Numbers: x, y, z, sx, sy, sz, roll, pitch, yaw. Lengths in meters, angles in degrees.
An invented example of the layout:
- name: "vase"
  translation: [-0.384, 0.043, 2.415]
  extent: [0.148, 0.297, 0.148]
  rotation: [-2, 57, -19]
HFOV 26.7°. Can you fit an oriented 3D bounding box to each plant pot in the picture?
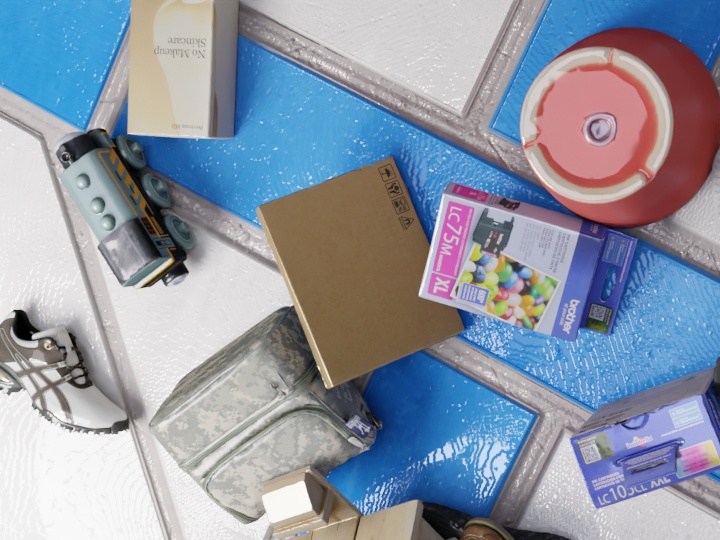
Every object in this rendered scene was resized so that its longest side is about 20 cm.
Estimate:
- name: "plant pot"
  translation: [0.239, -0.136, 1.443]
  extent: [0.199, 0.177, 0.202]
  rotation: [2, 95, 18]

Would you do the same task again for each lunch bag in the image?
- name: "lunch bag"
  translation: [-0.097, 0.159, 1.608]
  extent: [0.200, 0.139, 0.168]
  rotation: [-36, 100, 19]

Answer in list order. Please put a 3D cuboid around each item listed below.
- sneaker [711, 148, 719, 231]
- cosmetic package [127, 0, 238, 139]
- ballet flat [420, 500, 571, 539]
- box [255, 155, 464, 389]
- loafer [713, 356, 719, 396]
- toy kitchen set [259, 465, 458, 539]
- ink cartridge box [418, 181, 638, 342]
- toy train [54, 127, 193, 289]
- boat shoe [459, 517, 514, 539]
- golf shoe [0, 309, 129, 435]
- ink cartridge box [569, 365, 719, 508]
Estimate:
- name: "sneaker"
  translation: [0.399, -0.029, 1.451]
  extent: [0.079, 0.078, 0.201]
  rotation: [-10, 76, -16]
- name: "cosmetic package"
  translation: [-0.191, -0.244, 1.639]
  extent: [0.104, 0.071, 0.202]
  rotation: [3, 95, 18]
- name: "ballet flat"
  translation: [0.132, 0.285, 1.587]
  extent: [0.199, 0.057, 0.067]
  rotation: [16, 127, 22]
- name: "box"
  translation: [0.000, 0.000, 1.567]
  extent: [0.163, 0.021, 0.201]
  rotation: [-21, 86, -21]
- name: "loafer"
  translation: [0.425, 0.103, 1.408]
  extent: [0.199, 0.070, 0.069]
  rotation: [3, 86, -19]
- name: "toy kitchen set"
  translation: [-0.037, 0.318, 1.522]
  extent: [0.199, 0.181, 0.163]
  rotation: [-23, 124, 33]
- name: "ink cartridge box"
  translation: [0.167, -0.004, 1.521]
  extent: [0.199, 0.042, 0.120]
  rotation: [16, 115, 6]
- name: "toy train"
  translation: [-0.259, -0.069, 1.653]
  extent: [0.085, 0.114, 0.201]
  rotation: [-34, 83, 17]
- name: "boat shoe"
  translation: [0.138, 0.350, 1.536]
  extent: [0.072, 0.068, 0.201]
  rotation: [-5, 110, 36]
- name: "golf shoe"
  translation: [-0.340, 0.116, 1.715]
  extent: [0.199, 0.078, 0.095]
  rotation: [27, 102, 14]
- name: "ink cartridge box"
  translation: [0.281, 0.158, 1.437]
  extent: [0.136, 0.200, 0.077]
  rotation: [-22, 86, 19]
